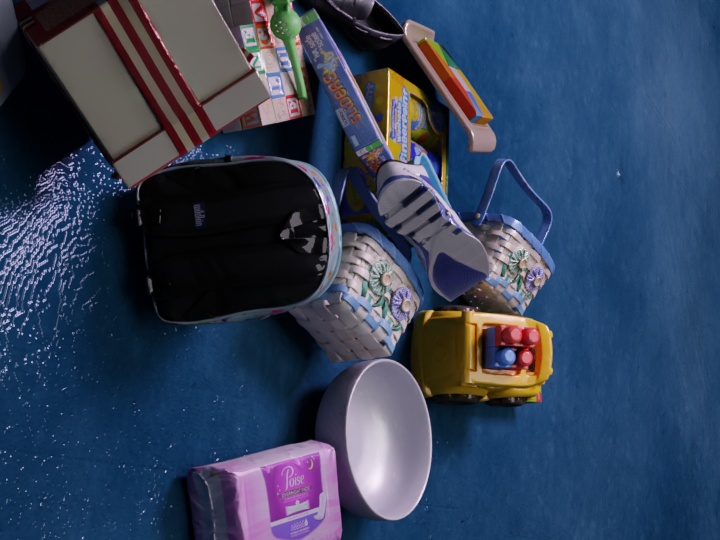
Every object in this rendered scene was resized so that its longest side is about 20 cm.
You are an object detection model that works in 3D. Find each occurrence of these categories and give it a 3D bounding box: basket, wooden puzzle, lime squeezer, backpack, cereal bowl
[{"bbox_3d":[0.000,0.000,1.614,0.176,0.139,0.200,49,40,-41],"label":"basket"},{"bbox_3d":[0.132,-0.260,1.876,0.200,0.037,0.185,61,15,3],"label":"wooden puzzle"},{"bbox_3d":[0.214,-0.041,1.962,0.176,0.139,0.200,41,61,-45],"label":"basket"},{"bbox_3d":[-0.079,-0.305,1.548,0.071,0.038,0.200,7,77,-56],"label":"lime squeezer"},{"bbox_3d":[-0.119,-0.034,1.400,0.151,0.200,0.178,-10,92,-77],"label":"backpack"},{"bbox_3d":[0.005,0.210,1.647,0.200,0.083,0.200,14,73,-56],"label":"cereal bowl"}]

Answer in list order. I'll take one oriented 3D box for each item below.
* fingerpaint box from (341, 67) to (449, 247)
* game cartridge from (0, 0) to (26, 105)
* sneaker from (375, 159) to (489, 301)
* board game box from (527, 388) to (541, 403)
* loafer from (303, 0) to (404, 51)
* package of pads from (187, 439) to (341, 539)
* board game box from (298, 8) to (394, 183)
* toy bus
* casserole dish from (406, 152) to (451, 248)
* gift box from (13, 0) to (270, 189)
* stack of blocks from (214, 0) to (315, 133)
[{"bbox_3d":[0.051,-0.148,1.793,0.167,0.073,0.200,23,65,-54],"label":"fingerpaint box"},{"bbox_3d":[-0.358,-0.171,1.156,0.133,0.042,0.200,96,14,-50],"label":"game cartridge"},{"bbox_3d":[0.079,-0.067,1.591,0.199,0.081,0.115,51,13,-36],"label":"sneaker"},{"bbox_3d":[0.206,0.147,2.000,0.200,0.048,0.102,11,75,-56],"label":"board game box"},{"bbox_3d":[-0.014,-0.352,1.734,0.201,0.070,0.068,33,57,-50],"label":"loafer"},{"bbox_3d":[-0.104,0.262,1.477,0.200,0.076,0.121,-4,89,-57],"label":"package of pads"},{"bbox_3d":[-0.014,-0.206,1.626,0.200,0.034,0.135,65,6,24],"label":"board game box"},{"bbox_3d":[0.196,0.112,1.816,0.200,0.192,0.136,7,77,-28],"label":"toy bus"},{"bbox_3d":[0.091,-0.058,1.719,0.121,0.039,0.200,-82,151,-51],"label":"casserole dish"},{"bbox_3d":[-0.206,-0.207,1.280,0.187,0.185,0.200,61,-4,-31],"label":"gift box"},{"bbox_3d":[-0.126,-0.269,1.557,0.115,0.059,0.200,-22,103,-56],"label":"stack of blocks"}]
